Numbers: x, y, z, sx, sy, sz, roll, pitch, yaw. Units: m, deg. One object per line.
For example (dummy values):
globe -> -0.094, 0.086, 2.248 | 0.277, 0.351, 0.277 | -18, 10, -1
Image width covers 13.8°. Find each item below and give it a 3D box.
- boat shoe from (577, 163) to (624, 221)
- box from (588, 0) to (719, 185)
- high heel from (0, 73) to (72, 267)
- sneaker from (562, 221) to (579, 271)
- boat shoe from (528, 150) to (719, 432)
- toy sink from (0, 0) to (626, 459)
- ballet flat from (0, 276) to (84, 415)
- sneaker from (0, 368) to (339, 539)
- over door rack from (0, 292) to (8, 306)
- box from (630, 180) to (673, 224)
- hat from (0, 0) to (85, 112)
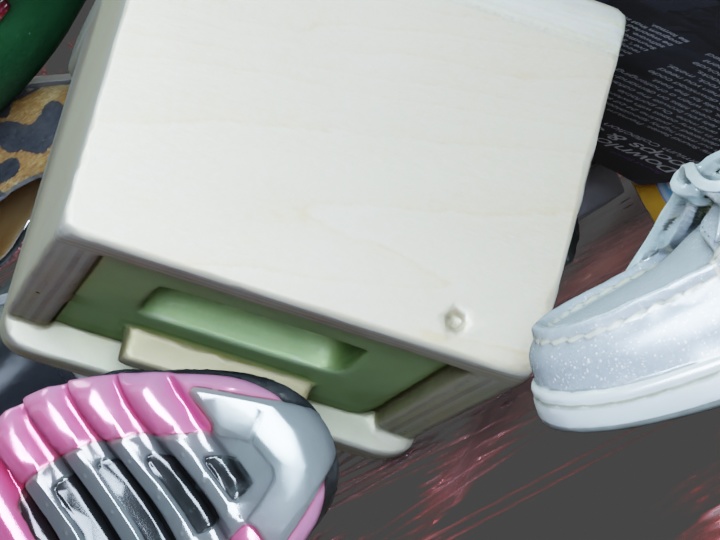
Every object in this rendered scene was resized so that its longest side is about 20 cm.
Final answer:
boat shoe -> 0.059, -0.048, 1.192 | 0.070, 0.066, 0.200 | -29, 6, 6
box -> 0.090, -0.070, 0.843 | 0.200, 0.143, 0.036 | -9, 65, 55
high heel -> -0.079, -0.019, 1.003 | 0.200, 0.142, 0.071 | -59, -5, 16
sneaker -> 0.000, 0.000, 1.031 | 0.090, 0.078, 0.200 | -27, 7, 43
boat shoe -> 0.124, -0.026, 0.716 | 0.201, 0.065, 0.074 | -29, 6, 2
toy sink -> -0.025, -0.018, 0.849 | 0.200, 0.130, 0.113 | 146, 141, -74
ballet flat -> -0.089, 0.010, 1.245 | 0.073, 0.073, 0.200 | -24, 6, 44
sneaker -> -0.082, 0.076, 0.861 | 0.199, 0.079, 0.095 | -25, -4, 29
over door rack -> -0.095, 0.014, 1.109 | 0.199, 0.067, 0.148 | -27, -27, 16
box -> 0.173, -0.067, 0.954 | 0.119, 0.042, 0.200 | -34, 5, -38
hat -> -0.139, -0.037, 0.950 | 0.199, 0.177, 0.166 | -2, 23, 12
